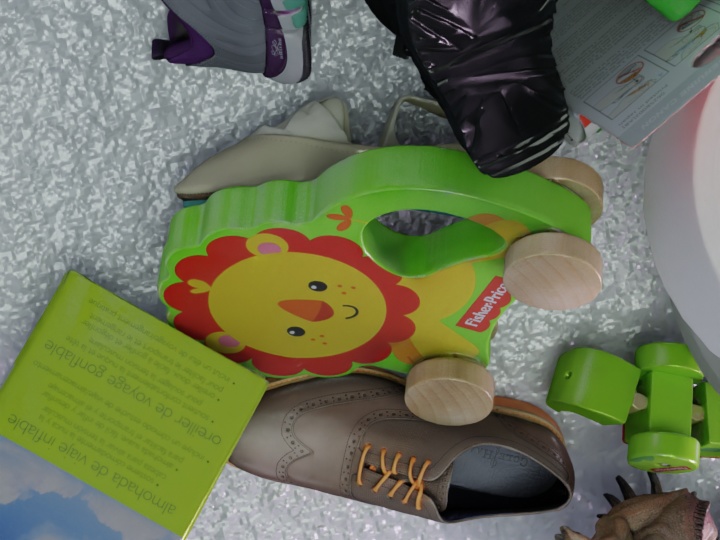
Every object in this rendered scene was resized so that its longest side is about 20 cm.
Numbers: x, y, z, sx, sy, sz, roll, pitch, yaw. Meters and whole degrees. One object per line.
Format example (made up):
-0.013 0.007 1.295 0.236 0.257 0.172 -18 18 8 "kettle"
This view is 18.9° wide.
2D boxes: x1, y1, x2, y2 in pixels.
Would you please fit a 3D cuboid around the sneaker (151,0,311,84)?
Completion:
-0.068 -0.158 1.022 0.087 0.074 0.200 -1 143 0 "sneaker"

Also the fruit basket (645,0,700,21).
0.096 -0.232 0.989 0.155 0.216 0.216 -37 110 6 "fruit basket"

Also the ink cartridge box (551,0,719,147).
0.161 -0.119 1.029 0.163 0.200 0.057 -41 118 0 "ink cartridge box"

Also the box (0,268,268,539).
-0.146 0.115 1.093 0.122 0.048 0.200 29 69 -2 "box"

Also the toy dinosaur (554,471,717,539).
0.151 0.152 1.151 0.136 0.200 0.086 -23 82 -28 "toy dinosaur"

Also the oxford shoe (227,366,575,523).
0.020 0.096 1.160 0.200 0.073 0.071 4 108 -9 "oxford shoe"

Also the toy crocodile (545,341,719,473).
0.200 0.084 1.190 0.200 0.062 0.068 11 72 -17 "toy crocodile"

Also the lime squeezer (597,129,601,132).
0.213 -0.127 1.138 0.200 0.038 0.071 -46 77 9 "lime squeezer"

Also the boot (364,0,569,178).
0.030 -0.149 0.988 0.073 0.162 0.198 -27 146 -4 "boot"

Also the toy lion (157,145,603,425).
0.000 0.000 1.088 0.192 0.069 0.200 17 144 -16 "toy lion"

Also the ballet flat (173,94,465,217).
0.004 -0.059 1.116 0.200 0.069 0.070 2 109 -11 "ballet flat"

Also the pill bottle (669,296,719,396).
0.272 -0.008 1.130 0.200 0.112 0.112 -27 111 -15 "pill bottle"

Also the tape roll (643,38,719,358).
0.241 -0.036 1.032 0.202 0.071 0.203 1 84 -13 "tape roll"
